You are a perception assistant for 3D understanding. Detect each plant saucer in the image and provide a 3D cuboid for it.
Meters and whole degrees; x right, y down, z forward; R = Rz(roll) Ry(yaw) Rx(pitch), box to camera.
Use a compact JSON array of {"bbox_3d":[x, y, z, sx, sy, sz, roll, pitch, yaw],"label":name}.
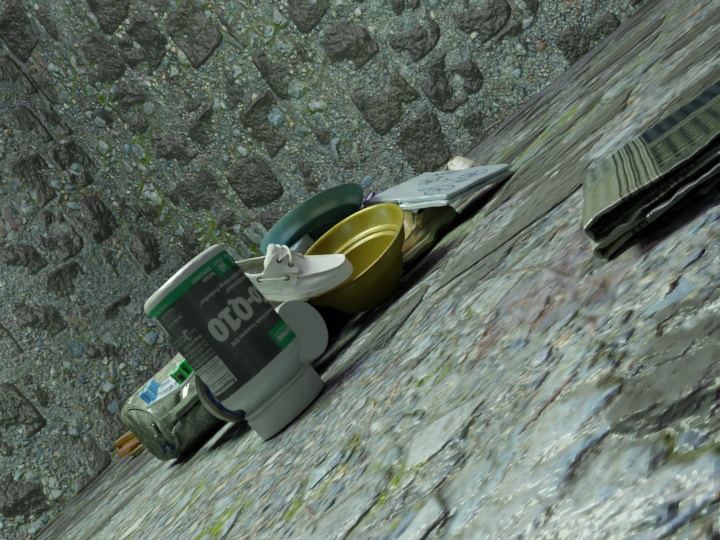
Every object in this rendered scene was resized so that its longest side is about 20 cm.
[{"bbox_3d":[-0.074,-0.072,1.370,0.198,0.028,0.200,-31,-14,-8],"label":"plant saucer"}]

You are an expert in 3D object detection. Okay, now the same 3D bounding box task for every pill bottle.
[{"bbox_3d":[-0.137,0.081,0.926,0.113,0.201,0.113,-40,4,3],"label":"pill bottle"},{"bbox_3d":[-0.132,0.119,1.114,0.199,0.111,0.111,-38,4,41],"label":"pill bottle"}]

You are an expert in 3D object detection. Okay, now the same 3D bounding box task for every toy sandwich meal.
[{"bbox_3d":[-0.623,0.464,2.420,0.205,0.070,0.205,-41,4,3],"label":"toy sandwich meal"}]

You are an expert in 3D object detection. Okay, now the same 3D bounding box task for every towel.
[{"bbox_3d":[0.230,-0.088,0.548,0.192,0.035,0.200,-36,3,22],"label":"towel"}]

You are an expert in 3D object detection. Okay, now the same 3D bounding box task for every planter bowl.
[{"bbox_3d":[0.000,0.000,1.194,0.199,0.084,0.201,-31,25,16],"label":"planter bowl"}]

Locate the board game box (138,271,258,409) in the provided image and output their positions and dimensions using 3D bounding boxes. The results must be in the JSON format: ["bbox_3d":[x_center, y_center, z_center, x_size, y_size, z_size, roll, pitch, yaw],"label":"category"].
[{"bbox_3d":[-0.229,0.101,1.196,0.201,0.026,0.199,-54,12,-32],"label":"board game box"}]

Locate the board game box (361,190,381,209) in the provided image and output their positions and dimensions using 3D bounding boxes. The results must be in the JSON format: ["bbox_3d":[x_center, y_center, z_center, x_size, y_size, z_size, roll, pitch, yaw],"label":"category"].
[{"bbox_3d":[0.011,-0.048,1.498,0.104,0.104,0.200,-63,11,-20],"label":"board game box"}]

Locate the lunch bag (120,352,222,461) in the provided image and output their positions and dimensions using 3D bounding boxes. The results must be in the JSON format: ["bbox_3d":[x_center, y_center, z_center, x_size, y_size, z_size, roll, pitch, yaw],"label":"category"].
[{"bbox_3d":[-0.295,0.219,1.410,0.200,0.140,0.167,-44,4,-32],"label":"lunch bag"}]

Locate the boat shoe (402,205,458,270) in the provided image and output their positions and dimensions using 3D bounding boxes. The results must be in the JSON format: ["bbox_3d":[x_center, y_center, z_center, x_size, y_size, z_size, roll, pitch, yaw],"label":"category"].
[{"bbox_3d":[0.085,-0.066,1.342,0.071,0.076,0.200,-37,6,40],"label":"boat shoe"}]

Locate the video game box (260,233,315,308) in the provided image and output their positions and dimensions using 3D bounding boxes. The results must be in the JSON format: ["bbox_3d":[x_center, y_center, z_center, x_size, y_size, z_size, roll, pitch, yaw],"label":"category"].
[{"bbox_3d":[-0.156,0.051,1.284,0.182,0.047,0.201,-41,13,31],"label":"video game box"}]

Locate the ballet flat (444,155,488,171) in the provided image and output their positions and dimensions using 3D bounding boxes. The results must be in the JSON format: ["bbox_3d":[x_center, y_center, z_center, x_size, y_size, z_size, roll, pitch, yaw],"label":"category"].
[{"bbox_3d":[0.202,-0.192,1.662,0.069,0.071,0.200,-40,4,-9],"label":"ballet flat"}]

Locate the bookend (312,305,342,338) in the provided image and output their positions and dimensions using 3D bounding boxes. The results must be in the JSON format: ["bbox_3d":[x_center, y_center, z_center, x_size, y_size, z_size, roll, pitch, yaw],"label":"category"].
[{"bbox_3d":[-0.070,0.056,1.393,0.198,0.093,0.200,-35,5,42],"label":"bookend"}]

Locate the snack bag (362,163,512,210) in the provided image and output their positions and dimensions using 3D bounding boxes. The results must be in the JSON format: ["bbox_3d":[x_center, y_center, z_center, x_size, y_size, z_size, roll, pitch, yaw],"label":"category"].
[{"bbox_3d":[0.123,-0.136,1.366,0.198,0.022,0.187,0,21,45],"label":"snack bag"}]

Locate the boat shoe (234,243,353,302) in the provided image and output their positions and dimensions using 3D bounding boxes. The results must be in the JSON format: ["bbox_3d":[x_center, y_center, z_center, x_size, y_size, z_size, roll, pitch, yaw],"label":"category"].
[{"bbox_3d":[-0.109,0.000,1.098,0.197,0.070,0.071,-12,22,1],"label":"boat shoe"}]
